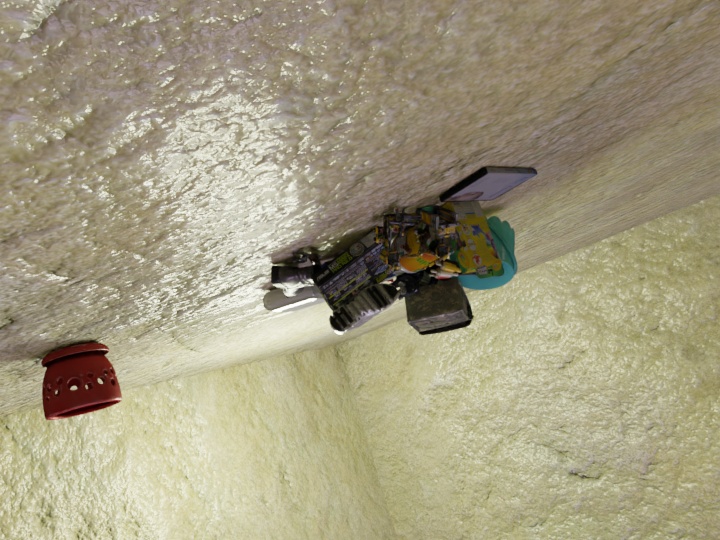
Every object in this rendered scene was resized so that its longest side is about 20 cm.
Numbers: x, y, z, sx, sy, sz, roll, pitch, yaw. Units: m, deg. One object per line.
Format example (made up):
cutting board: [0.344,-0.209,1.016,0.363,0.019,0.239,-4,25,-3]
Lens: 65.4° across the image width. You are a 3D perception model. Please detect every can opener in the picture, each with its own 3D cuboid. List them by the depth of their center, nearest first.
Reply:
can opener: [0.082,0.059,1.564,0.199,0.064,0.079,-22,175,31]

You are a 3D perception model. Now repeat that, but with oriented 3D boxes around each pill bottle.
pill bottle: [0.150,-0.059,1.470,0.111,0.112,0.200,-9,166,-39]

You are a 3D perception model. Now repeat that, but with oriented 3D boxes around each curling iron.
curling iron: [-0.127,-0.028,1.424,0.049,0.026,0.200,2,177,10]

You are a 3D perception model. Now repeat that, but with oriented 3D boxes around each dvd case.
dvd case: [0.293,-0.194,1.282,0.199,0.018,0.142,-8,165,-41]

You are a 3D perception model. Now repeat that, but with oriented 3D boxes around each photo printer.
photo printer: [-0.183,0.076,1.690,0.199,0.070,0.166,-18,170,29]

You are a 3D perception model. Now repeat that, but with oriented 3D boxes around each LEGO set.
LEGO set: [0.140,-0.071,1.271,0.199,0.155,0.116,-1,-162,-23]

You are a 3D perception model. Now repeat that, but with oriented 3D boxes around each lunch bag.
lunch bag: [0.229,0.116,1.612,0.163,0.118,0.200,-13,156,17]

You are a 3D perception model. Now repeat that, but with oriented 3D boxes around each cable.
cable: [0.281,0.011,1.506,0.199,0.051,0.097,11,154,-6]

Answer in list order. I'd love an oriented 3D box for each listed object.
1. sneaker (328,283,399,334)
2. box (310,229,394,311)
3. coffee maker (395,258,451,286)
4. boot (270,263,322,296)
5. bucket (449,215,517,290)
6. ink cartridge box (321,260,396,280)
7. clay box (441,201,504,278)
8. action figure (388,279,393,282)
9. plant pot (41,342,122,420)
sneaker: [0.009,0.100,1.447,0.199,0.075,0.081,-28,157,-12]
box: [-0.014,0.008,1.410,0.200,0.044,0.160,-37,148,-7]
coffee maker: [0.188,-0.009,1.694,0.135,0.193,0.200,-43,139,19]
boot: [-0.141,0.027,1.459,0.131,0.070,0.200,-3,173,12]
bucket: [0.343,-0.045,1.585,0.206,0.135,0.208,4,150,2]
ink cartridge box: [0.000,0.000,1.538,0.199,0.094,0.044,-17,171,-27]
clay box: [0.273,-0.072,1.368,0.114,0.201,0.048,-7,165,-41]
action figure: [-0.004,0.006,1.624,0.199,0.066,0.052,1,-158,-3]
plant pot: [-0.798,0.310,1.590,0.199,0.183,0.200,-17,170,-3]
